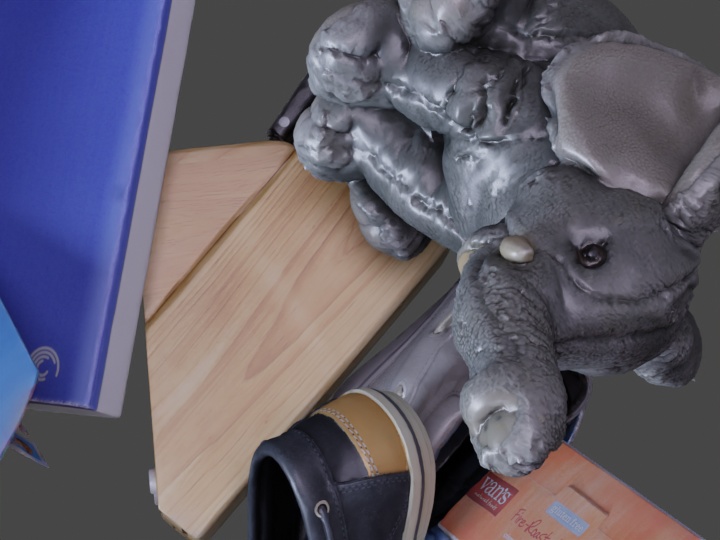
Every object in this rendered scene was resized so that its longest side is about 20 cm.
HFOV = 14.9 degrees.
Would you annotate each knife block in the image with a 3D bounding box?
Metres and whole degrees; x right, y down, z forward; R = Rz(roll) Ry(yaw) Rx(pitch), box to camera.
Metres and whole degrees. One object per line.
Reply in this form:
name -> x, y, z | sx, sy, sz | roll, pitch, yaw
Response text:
knife block -> 0.000, 0.000, 1.071 | 0.175, 0.064, 0.201 | -5, 81, -2

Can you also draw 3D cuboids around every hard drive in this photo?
hard drive -> -0.129, -0.049, 1.059 | 0.132, 0.025, 0.201 | 3, 79, 36

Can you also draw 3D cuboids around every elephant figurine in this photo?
elephant figurine -> 0.074, -0.014, 0.953 | 0.155, 0.142, 0.200 | -39, 52, -1

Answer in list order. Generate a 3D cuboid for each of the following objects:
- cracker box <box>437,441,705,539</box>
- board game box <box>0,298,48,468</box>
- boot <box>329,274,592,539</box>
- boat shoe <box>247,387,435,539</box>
cracker box -> 0.128, 0.154, 0.977 | 0.058, 0.134, 0.200 | -44, 114, -5
board game box -> -0.180, 0.067, 1.014 | 0.158, 0.200, 0.039 | -44, 126, 4
boot -> 0.073, 0.025, 1.045 | 0.074, 0.096, 0.200 | 43, 87, -26
boat shoe -> -0.021, 0.134, 1.008 | 0.062, 0.201, 0.075 | -13, 37, -33
